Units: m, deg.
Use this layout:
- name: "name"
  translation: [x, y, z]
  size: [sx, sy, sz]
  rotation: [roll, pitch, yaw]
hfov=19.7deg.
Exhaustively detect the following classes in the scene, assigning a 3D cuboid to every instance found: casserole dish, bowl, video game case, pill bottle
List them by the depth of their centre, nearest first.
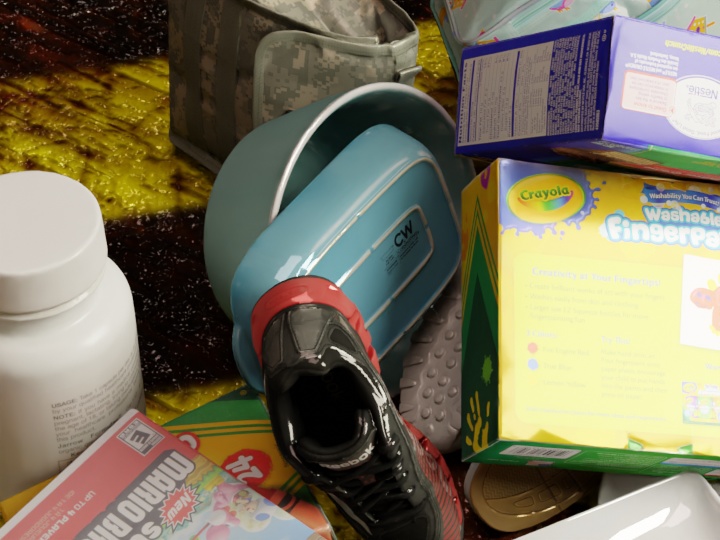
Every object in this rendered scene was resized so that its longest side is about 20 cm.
- name: "video game case"
  translation: [-0.108, 0.168, 1.131]
  size: [0.199, 0.018, 0.143]
  rotation: [29, 60, 35]
- name: "pill bottle"
  translation: [-0.188, 0.046, 1.228]
  size: [0.113, 0.201, 0.115]
  rotation: [-1, 42, 1]
- name: "casserole dish"
  translation: [0.000, 0.000, 1.250]
  size: [0.039, 0.122, 0.200]
  rotation: [10, 45, 40]
- name: "bowl"
  translation: [-0.024, -0.022, 1.325]
  size: [0.104, 0.202, 0.201]
  rotation: [8, 39, 42]

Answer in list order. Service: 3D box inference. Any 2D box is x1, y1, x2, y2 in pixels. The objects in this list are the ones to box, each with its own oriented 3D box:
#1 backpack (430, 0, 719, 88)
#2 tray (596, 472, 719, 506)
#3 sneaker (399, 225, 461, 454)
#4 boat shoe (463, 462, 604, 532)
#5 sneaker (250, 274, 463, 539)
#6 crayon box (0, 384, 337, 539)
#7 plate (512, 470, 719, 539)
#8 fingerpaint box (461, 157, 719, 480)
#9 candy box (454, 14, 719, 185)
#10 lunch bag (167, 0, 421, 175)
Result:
- name: "backpack"
  translation: [0.154, -0.184, 1.458]
  size: [0.199, 0.154, 0.176]
  rotation: [-22, 37, 7]
- name: "tray"
  translation: [0.180, 0.199, 1.182]
  size: [0.106, 0.022, 0.201]
  rotation: [5, 43, 9]
- name: "sneaker"
  translation: [0.088, 0.036, 1.325]
  size: [0.076, 0.081, 0.201]
  rotation: [10, 61, 30]
- name: "boat shoe"
  translation: [0.126, 0.082, 1.284]
  size: [0.200, 0.071, 0.069]
  rotation: [-44, 22, -23]
- name: "sneaker"
  translation: [-0.001, 0.103, 1.167]
  size: [0.070, 0.201, 0.098]
  rotation: [-25, 23, 10]
- name: "crayon box"
  translation: [-0.123, 0.161, 1.191]
  size: [0.199, 0.051, 0.127]
  rotation: [-26, 46, -9]
- name: "plate"
  translation: [0.149, 0.215, 1.126]
  size: [0.198, 0.033, 0.200]
  rotation: [-18, 45, -18]
- name: "fingerpaint box"
  translation: [0.161, 0.032, 1.224]
  size: [0.198, 0.073, 0.169]
  rotation: [5, 74, -16]
- name: "candy box"
  translation: [0.171, -0.094, 1.253]
  size: [0.168, 0.078, 0.200]
  rotation: [9, -2, -22]
- name: "lunch bag"
  translation: [-0.041, -0.128, 1.437]
  size: [0.117, 0.165, 0.200]
  rotation: [-27, 48, -33]
